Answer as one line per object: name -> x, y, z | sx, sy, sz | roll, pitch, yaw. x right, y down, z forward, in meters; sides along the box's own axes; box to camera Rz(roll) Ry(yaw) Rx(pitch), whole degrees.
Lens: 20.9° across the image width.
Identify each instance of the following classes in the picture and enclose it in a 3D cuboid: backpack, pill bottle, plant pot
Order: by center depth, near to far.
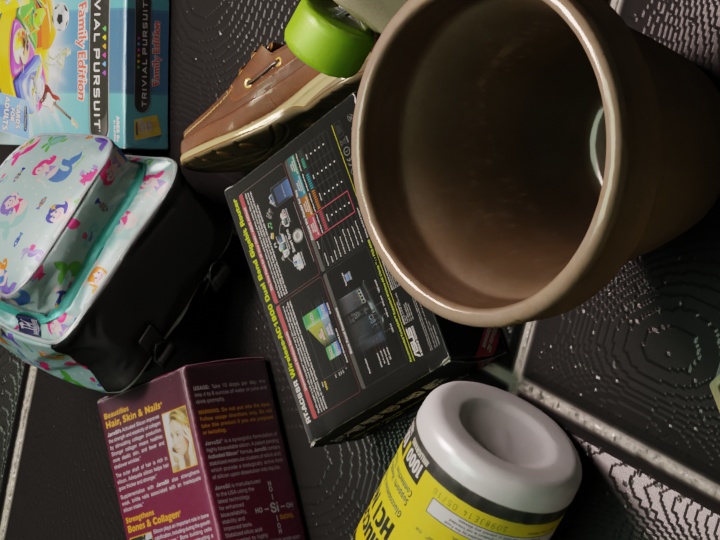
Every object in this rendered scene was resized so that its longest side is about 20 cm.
plant pot -> 0.121, -0.070, 1.130 | 0.199, 0.174, 0.202 | 2, 94, 44
pill bottle -> 0.052, 0.181, 1.255 | 0.112, 0.112, 0.201 | 45, 121, 33
backpack -> -0.217, -0.012, 1.470 | 0.199, 0.150, 0.178 | 9, 62, 55

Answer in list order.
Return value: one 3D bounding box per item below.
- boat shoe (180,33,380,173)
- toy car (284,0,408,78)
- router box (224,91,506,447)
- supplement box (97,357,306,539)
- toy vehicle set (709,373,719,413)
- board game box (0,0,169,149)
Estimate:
boat shoe -> -0.052, -0.126, 1.377 | 0.199, 0.072, 0.068 | -26, 68, 37
toy car -> 0.032, -0.227, 1.270 | 0.165, 0.157, 0.201 | -58, 26, 25
router box -> 0.000, 0.000, 1.332 | 0.149, 0.062, 0.202 | -32, 70, 40
supplement box -> -0.111, 0.176, 1.436 | 0.110, 0.085, 0.202 | -22, 77, 43
toy vehicle set -> 0.279, 0.051, 1.054 | 0.200, 0.026, 0.125 | -50, 38, 34
board game box -> -0.234, -0.175, 1.566 | 0.199, 0.047, 0.153 | 5, 96, 45
